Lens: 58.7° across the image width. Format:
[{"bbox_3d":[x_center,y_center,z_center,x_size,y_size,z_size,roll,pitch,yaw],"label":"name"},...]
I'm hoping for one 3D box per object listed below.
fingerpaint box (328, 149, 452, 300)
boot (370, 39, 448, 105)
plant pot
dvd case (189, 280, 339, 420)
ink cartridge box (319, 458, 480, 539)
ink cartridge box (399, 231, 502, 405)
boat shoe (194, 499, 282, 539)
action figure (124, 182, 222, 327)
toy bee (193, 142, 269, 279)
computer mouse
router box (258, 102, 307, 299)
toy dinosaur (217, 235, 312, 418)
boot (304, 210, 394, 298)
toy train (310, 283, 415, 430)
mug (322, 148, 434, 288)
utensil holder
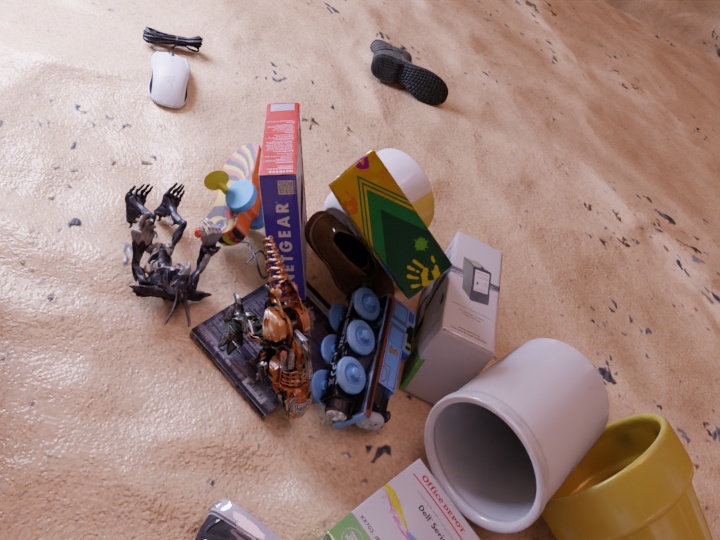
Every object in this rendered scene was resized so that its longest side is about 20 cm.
[{"bbox_3d":[0.032,-0.063,0.842,0.169,0.073,0.200,54,2,-7],"label":"fingerpaint box"},{"bbox_3d":[0.112,-0.461,1.455,0.195,0.068,0.133,23,38,-12],"label":"boot"},{"bbox_3d":[0.344,0.317,0.805,0.198,0.200,0.192,-25,81,-42],"label":"plant pot"},{"bbox_3d":[-0.110,0.089,0.865,0.148,0.016,0.199,44,45,13],"label":"dvd case"},{"bbox_3d":[0.054,0.302,0.728,0.197,0.068,0.118,-24,65,-42],"label":"ink cartridge box"},{"bbox_3d":[0.134,0.070,0.926,0.082,0.147,0.203,23,43,-5],"label":"ink cartridge box"},{"bbox_3d":[-0.084,0.314,0.642,0.198,0.070,0.067,36,51,5],"label":"boat shoe"},{"bbox_3d":[-0.249,-0.032,0.834,0.116,0.103,0.203,3,47,-40],"label":"action figure"},{"bbox_3d":[-0.187,-0.086,0.908,0.105,0.133,0.203,-11,41,14],"label":"toy bee"},{"bbox_3d":[-0.330,-0.364,1.126,0.106,0.044,0.204,8,48,-24],"label":"computer mouse"},{"bbox_3d":[-0.103,-0.095,0.886,0.047,0.204,0.182,-2,41,-2],"label":"router box"},{"bbox_3d":[-0.094,0.068,0.775,0.100,0.134,0.207,13,86,-37],"label":"toy dinosaur"},{"bbox_3d":[0.000,0.000,0.909,0.075,0.074,0.200,28,-13,47],"label":"boot"},{"bbox_3d":[0.007,0.115,0.848,0.113,0.086,0.204,34,48,-24],"label":"toy train"},{"bbox_3d":[0.030,-0.083,1.012,0.186,0.152,0.152,41,51,20],"label":"mug"},{"bbox_3d":[0.204,0.198,0.810,0.197,0.172,0.171,-22,64,-42],"label":"utensil holder"}]
